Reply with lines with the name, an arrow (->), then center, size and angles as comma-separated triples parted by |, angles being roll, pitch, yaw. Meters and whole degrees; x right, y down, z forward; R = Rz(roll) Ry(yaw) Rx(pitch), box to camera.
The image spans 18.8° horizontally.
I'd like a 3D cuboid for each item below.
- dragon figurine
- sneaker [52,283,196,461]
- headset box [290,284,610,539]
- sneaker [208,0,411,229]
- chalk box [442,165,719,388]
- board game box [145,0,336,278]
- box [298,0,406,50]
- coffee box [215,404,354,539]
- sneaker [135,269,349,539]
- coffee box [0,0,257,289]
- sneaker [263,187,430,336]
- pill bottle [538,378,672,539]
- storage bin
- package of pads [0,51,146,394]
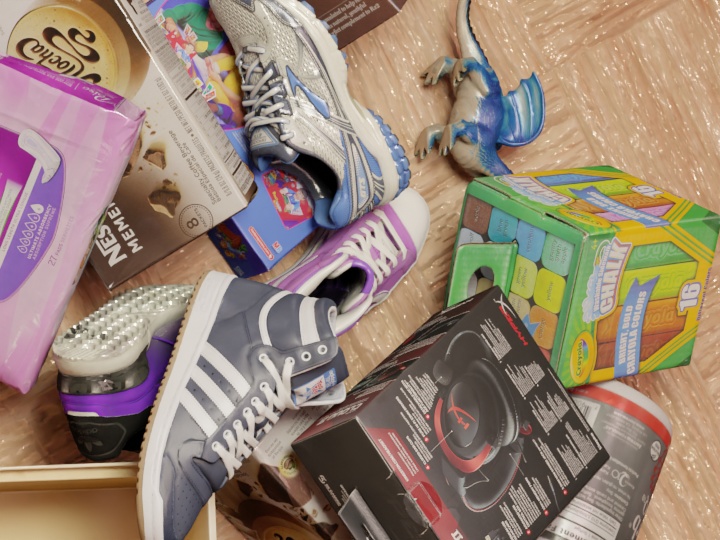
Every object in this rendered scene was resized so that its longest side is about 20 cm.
dragon figurine -> 0.101, -0.124, 1.661 | 0.099, 0.059, 0.201 | 11, 79, -31
sneaker -> -0.142, 0.071, 1.453 | 0.200, 0.069, 0.100 | -32, 120, -61
headset box -> 0.057, 0.126, 1.448 | 0.149, 0.075, 0.200 | 56, 46, -7
sneaker -> -0.048, -0.115, 1.509 | 0.085, 0.077, 0.200 | -43, 103, -26
chalk box -> 0.147, 0.005, 1.587 | 0.200, 0.124, 0.125 | -9, 117, -42
board game box -> -0.088, -0.114, 1.553 | 0.134, 0.045, 0.200 | -41, 103, -30
box -> 0.013, -0.249, 1.581 | 0.075, 0.100, 0.200 | 48, 47, -16
coffee box -> -0.014, 0.173, 1.504 | 0.200, 0.113, 0.080 | 47, 61, -15
sneaker -> -0.071, 0.093, 1.380 | 0.108, 0.070, 0.201 | 9, 59, 10
coffee box -> -0.169, -0.104, 1.446 | 0.113, 0.080, 0.200 | -30, 99, 8
sneaker -> 0.000, 0.001, 1.546 | 0.200, 0.114, 0.073 | -43, 102, -31
pill bottle -> 0.147, 0.184, 1.598 | 0.116, 0.116, 0.200 | 33, 67, -22
storage bin -> -0.197, 0.228, 1.393 | 0.198, 0.094, 0.201 | 1, 80, -31
package of pads -> -0.227, -0.034, 1.374 | 0.120, 0.076, 0.201 | 23, 101, -4
